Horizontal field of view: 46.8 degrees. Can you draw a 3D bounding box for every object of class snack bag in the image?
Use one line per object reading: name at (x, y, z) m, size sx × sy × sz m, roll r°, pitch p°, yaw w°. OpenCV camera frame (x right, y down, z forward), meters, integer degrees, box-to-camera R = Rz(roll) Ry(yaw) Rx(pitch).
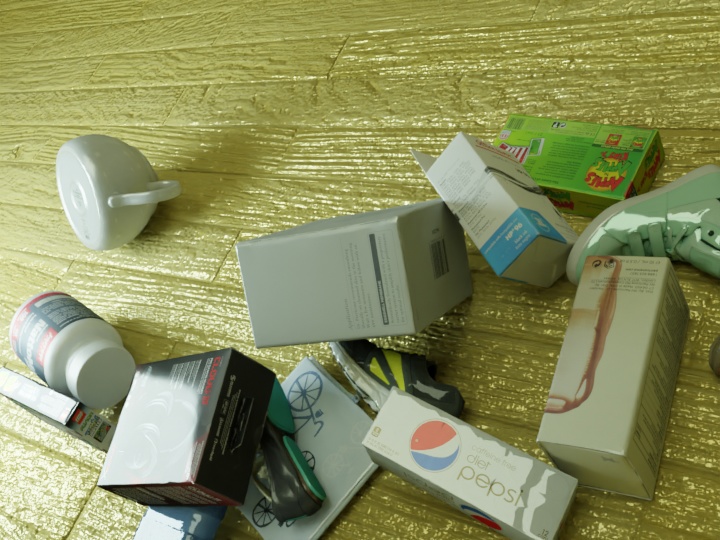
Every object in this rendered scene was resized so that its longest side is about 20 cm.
snack bag at (-0.067, 0.215, 0.960) m, size 0.189 × 0.021 × 0.199 m, roll -48°, pitch 45°, yaw -7°

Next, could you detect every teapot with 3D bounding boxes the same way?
teapot at (-0.395, -0.135, 1.360) m, size 0.144 × 0.198 × 0.202 m, roll -21°, pitch 68°, yaw -35°

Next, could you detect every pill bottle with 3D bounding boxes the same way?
pill bottle at (-0.408, 0.115, 1.191) m, size 0.198 × 0.120 × 0.120 m, roll 23°, pitch 70°, yaw 42°

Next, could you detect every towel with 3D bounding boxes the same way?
towel at (-0.205, 0.294, 0.952) m, size 0.110 × 0.048 × 0.203 m, roll 2°, pitch 63°, yaw 43°

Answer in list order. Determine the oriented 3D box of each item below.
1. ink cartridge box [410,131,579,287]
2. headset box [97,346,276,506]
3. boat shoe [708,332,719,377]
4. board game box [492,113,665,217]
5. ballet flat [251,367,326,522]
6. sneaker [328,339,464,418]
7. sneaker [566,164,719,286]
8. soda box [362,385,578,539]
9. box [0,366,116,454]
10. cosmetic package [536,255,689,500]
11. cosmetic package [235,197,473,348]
ink cartridge box at (0.153, -0.082, 0.939) m, size 0.068 × 0.115 × 0.202 m, roll -48°, pitch 56°, yaw 25°
headset box at (-0.186, 0.176, 0.921) m, size 0.198 × 0.077 × 0.151 m, roll -13°, pitch 53°, yaw 41°
boat shoe at (0.382, 0.014, 0.761) m, size 0.203 × 0.074 × 0.068 m, roll -63°, pitch 30°, yaw 1°
board game box at (0.248, -0.126, 0.999) m, size 0.198 × 0.048 × 0.103 m, roll 16°, pitch 67°, yaw 41°
ballet flat at (-0.102, 0.196, 0.936) m, size 0.072 × 0.073 × 0.201 m, roll -34°, pitch 47°, yaw 4°
sneaker at (0.041, 0.121, 0.936) m, size 0.084 × 0.075 × 0.200 m, roll -40°, pitch 53°, yaw -10°
sneaker at (0.315, -0.023, 0.852) m, size 0.198 × 0.074 × 0.119 m, roll -31°, pitch 39°, yaw 6°
soda box at (0.103, 0.190, 0.796) m, size 0.197 × 0.064 × 0.069 m, roll 25°, pitch 69°, yaw 22°
box at (-0.411, 0.194, 1.139) m, size 0.197 × 0.110 × 0.035 m, roll 12°, pitch 62°, yaw 38°
cosmetic package at (0.244, 0.097, 0.791) m, size 0.086 × 0.104 × 0.203 m, roll 2°, pitch 56°, yaw 36°
cosmetic package at (0.000, 0.000, 0.939) m, size 0.196 × 0.199 × 0.126 m, roll -6°, pitch 98°, yaw 27°
